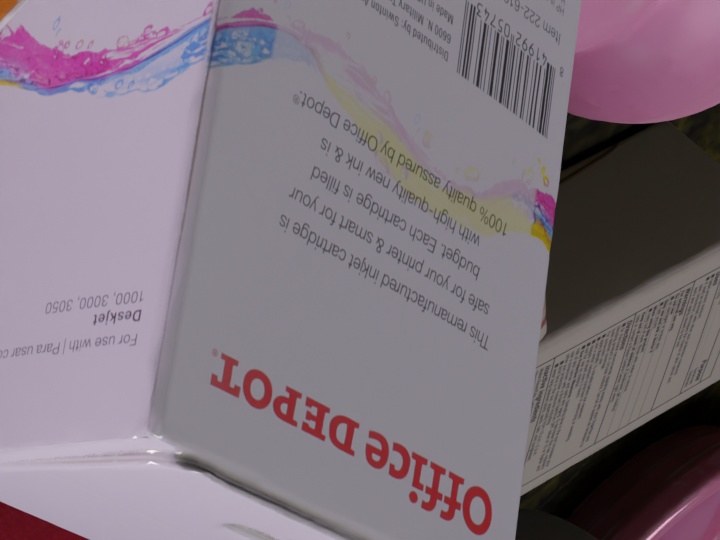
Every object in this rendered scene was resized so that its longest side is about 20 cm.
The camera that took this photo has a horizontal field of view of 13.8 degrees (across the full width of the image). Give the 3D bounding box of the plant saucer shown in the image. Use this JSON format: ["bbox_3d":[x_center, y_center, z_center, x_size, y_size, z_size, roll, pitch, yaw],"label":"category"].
[{"bbox_3d":[0.147,0.151,1.504,0.200,0.051,0.201,-34,151,-22],"label":"plant saucer"}]

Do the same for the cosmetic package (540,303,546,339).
[{"bbox_3d":[0.000,0.000,0.977,0.087,0.103,0.200,-43,172,-4],"label":"cosmetic package"}]

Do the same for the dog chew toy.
[{"bbox_3d":[0.062,-0.119,0.955,0.200,0.125,0.125,15,116,-50],"label":"dog chew toy"}]

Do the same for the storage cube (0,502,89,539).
[{"bbox_3d":[-0.119,0.082,0.884,0.180,0.200,0.171,-38,152,-29],"label":"storage cube"}]

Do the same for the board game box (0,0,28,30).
[{"bbox_3d":[-0.087,-0.177,0.605,0.200,0.200,0.026,-46,-164,0],"label":"board game box"}]

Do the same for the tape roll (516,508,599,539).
[{"bbox_3d":[0.064,0.226,1.324,0.139,0.203,0.203,-30,149,-28],"label":"tape roll"}]

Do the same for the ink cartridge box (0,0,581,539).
[{"bbox_3d":[-0.021,-0.024,0.755,0.144,0.084,0.201,30,60,-46],"label":"ink cartridge box"}]

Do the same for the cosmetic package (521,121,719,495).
[{"bbox_3d":[0.066,0.029,1.201,0.200,0.073,0.104,-27,147,-34],"label":"cosmetic package"}]
